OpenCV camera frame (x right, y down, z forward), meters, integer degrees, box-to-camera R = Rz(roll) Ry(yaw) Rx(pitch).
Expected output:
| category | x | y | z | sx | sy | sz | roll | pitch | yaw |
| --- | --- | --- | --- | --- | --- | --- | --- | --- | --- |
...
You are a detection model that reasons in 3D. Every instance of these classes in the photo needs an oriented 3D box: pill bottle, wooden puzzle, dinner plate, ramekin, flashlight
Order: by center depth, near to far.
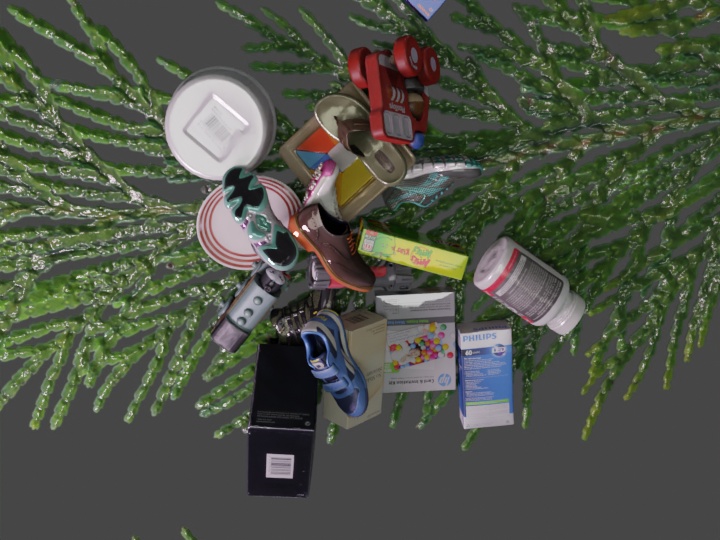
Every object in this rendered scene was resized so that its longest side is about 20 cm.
| category | x | y | z | sx | sy | sz | roll | pitch | yaw |
| --- | --- | --- | --- | --- | --- | --- | --- | --- | --- |
| ramekin | -0.249 | -0.255 | 1.441 | 0.198 | 0.098 | 0.203 | 0 | 106 | -2 |
| wooden puzzle | -0.028 | -0.203 | 1.457 | 0.200 | 0.037 | 0.186 | -40 | 89 | 20 |
| dinner plate | -0.202 | -0.090 | 1.502 | 0.198 | 0.024 | 0.202 | -8 | 126 | -11 |
| flashlight | 0.000 | 0.000 | 1.517 | 0.198 | 0.068 | 0.068 | -2 | 136 | -21 |
| pill bottle | 0.321 | 0.034 | 1.535 | 0.199 | 0.111 | 0.111 | 33 | 102 | -10 |

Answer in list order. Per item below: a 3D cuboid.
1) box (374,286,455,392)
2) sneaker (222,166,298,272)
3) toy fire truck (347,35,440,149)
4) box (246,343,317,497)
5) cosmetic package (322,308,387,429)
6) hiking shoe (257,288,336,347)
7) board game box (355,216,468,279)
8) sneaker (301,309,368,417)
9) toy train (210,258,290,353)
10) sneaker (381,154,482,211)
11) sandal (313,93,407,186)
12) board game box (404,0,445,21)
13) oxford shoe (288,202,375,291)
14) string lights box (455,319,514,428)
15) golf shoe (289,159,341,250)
| category | x | y | z | sx | sy | sz | roll | pitch | yaw |
| --- | --- | --- | --- | --- | --- | --- | --- | --- | --- |
| box | 0.107 | 0.136 | 1.592 | 0.154 | 0.041 | 0.203 | -2 | 107 | -1 |
| sneaker | -0.182 | -0.080 | 1.443 | 0.077 | 0.140 | 0.201 | -29 | 86 | -11 |
| toy fire truck | 0.065 | -0.294 | 1.388 | 0.111 | 0.199 | 0.170 | -6 | 89 | 28 |
| box | -0.142 | 0.276 | 1.508 | 0.122 | 0.200 | 0.202 | 3 | 131 | -5 |
| cosmetic package | -0.011 | 0.185 | 1.555 | 0.103 | 0.073 | 0.202 | -18 | 117 | -44 |
| hiking shoe | -0.119 | 0.091 | 1.552 | 0.100 | 0.076 | 0.201 | 27 | 104 | -12 |
| board game box | 0.092 | -0.042 | 1.510 | 0.198 | 0.102 | 0.048 | 15 | 104 | -6 |
| sneaker | -0.051 | 0.175 | 1.460 | 0.073 | 0.082 | 0.202 | -22 | 92 | 34 |
| toy train | -0.202 | 0.062 | 1.514 | 0.085 | 0.114 | 0.200 | 37 | 109 | -13 |
| sneaker | 0.127 | -0.159 | 1.499 | 0.197 | 0.078 | 0.092 | -6 | 110 | 9 |
| sandal | 0.004 | -0.228 | 1.401 | 0.201 | 0.057 | 0.080 | 44 | 104 | 2 |
| board game box | 0.089 | -0.549 | 1.399 | 0.200 | 0.045 | 0.135 | 42 | 100 | -12 |
| oxford shoe | -0.033 | -0.037 | 1.417 | 0.072 | 0.072 | 0.200 | -32 | 122 | 30 |
| string lights box | 0.245 | 0.204 | 1.606 | 0.101 | 0.059 | 0.203 | -4 | 106 | -1 |
| golf shoe | -0.064 | -0.110 | 1.449 | 0.091 | 0.076 | 0.201 | 21 | 134 | -8 |
